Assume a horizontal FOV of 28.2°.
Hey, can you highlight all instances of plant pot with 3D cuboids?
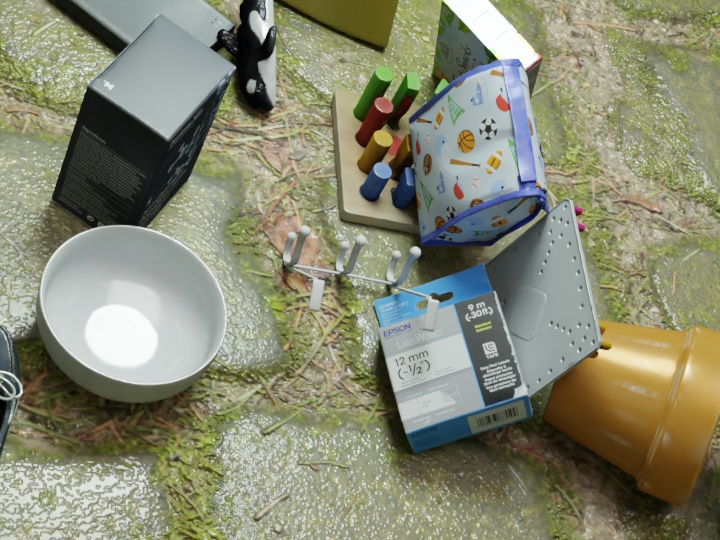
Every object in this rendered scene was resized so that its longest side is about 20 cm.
[{"bbox_3d":[-0.027,-0.449,1.917,0.174,0.201,0.202,8,52,-6],"label":"plant pot"},{"bbox_3d":[0.314,0.143,1.650,0.181,0.202,0.201,19,48,10],"label":"plant pot"}]

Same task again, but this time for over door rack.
[{"bbox_3d":[0.000,0.000,1.607,0.146,0.067,0.200,10,14,-15],"label":"over door rack"}]

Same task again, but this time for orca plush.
[{"bbox_3d":[-0.143,-0.302,1.788,0.070,0.203,0.105,-1,11,-9],"label":"orca plush"}]

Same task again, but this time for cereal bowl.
[{"bbox_3d":[-0.245,0.055,1.502,0.198,0.084,0.202,13,52,-17],"label":"cereal bowl"}]

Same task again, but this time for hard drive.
[{"bbox_3d":[-0.275,-0.327,1.802,0.199,0.033,0.140,37,49,4],"label":"hard drive"}]

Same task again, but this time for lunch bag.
[{"bbox_3d":[0.148,-0.133,1.671,0.122,0.200,0.172,-2,74,-22],"label":"lunch bag"}]

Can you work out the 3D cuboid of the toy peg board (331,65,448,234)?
[{"bbox_3d":[0.075,-0.155,1.801,0.197,0.098,0.201,9,53,-19],"label":"toy peg board"}]

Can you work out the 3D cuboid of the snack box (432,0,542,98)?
[{"bbox_3d":[0.161,-0.266,1.856,0.053,0.200,0.143,-37,75,-12],"label":"snack box"}]

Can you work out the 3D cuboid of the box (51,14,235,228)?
[{"bbox_3d":[-0.240,-0.150,1.578,0.106,0.201,0.149,33,49,2],"label":"box"}]

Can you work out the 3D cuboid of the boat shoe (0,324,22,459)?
[{"bbox_3d":[-0.372,0.128,1.401,0.074,0.062,0.202,15,51,-12],"label":"boat shoe"}]

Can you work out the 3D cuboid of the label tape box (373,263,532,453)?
[{"bbox_3d":[0.097,0.086,1.613,0.142,0.066,0.202,-18,61,4],"label":"label tape box"}]

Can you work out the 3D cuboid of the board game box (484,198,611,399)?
[{"bbox_3d":[0.199,0.051,1.645,0.026,0.200,0.202,17,49,-30],"label":"board game box"}]
